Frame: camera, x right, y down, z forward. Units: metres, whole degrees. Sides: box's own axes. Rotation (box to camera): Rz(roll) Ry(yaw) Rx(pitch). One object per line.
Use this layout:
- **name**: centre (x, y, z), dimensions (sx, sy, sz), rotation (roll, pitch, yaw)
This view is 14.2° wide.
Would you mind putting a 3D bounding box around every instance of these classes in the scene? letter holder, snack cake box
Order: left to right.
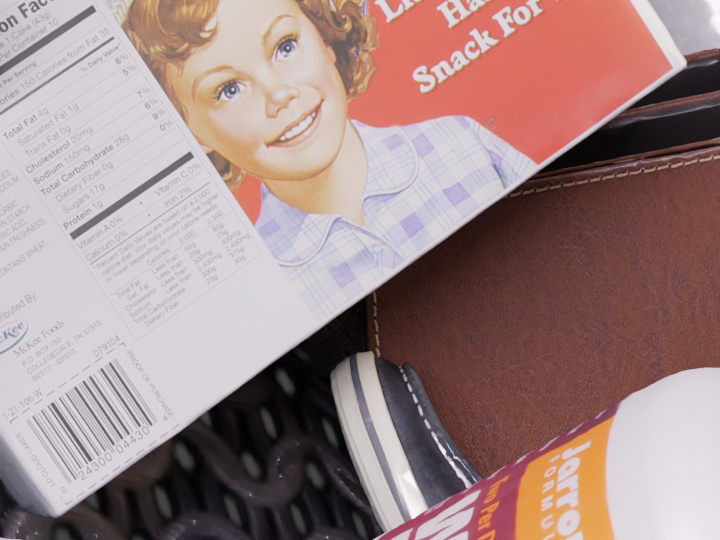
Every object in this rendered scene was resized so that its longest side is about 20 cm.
- **snack cake box**: centre (-0.032, -0.041, 0.731), dimensions (0.115, 0.200, 0.067), rotation (56, -13, -4)
- **letter holder**: centre (0.074, 0.052, 0.855), dimensions (0.101, 0.141, 0.201), rotation (-106, -175, -72)

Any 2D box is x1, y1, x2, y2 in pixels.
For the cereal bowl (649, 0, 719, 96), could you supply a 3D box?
- **cereal bowl**: centre (0.079, -0.066, 0.962), dimensions (0.083, 0.200, 0.201), rotation (-16, 74, -28)

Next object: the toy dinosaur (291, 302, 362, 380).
- **toy dinosaur**: centre (0.000, 0.000, 0.889), dimensions (0.200, 0.077, 0.103), rotation (38, 47, -45)

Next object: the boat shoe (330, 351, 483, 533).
- **boat shoe**: centre (0.062, 0.099, 0.761), dimensions (0.200, 0.062, 0.075), rotation (53, -2, 11)

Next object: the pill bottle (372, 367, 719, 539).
- **pill bottle**: centre (0.062, 0.090, 0.652), dimensions (0.109, 0.200, 0.110), rotation (39, 33, -32)

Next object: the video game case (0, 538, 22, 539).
- **video game case**: centre (-0.025, 0.160, 0.705), dimensions (0.200, 0.045, 0.182), rotation (12, 54, -54)
